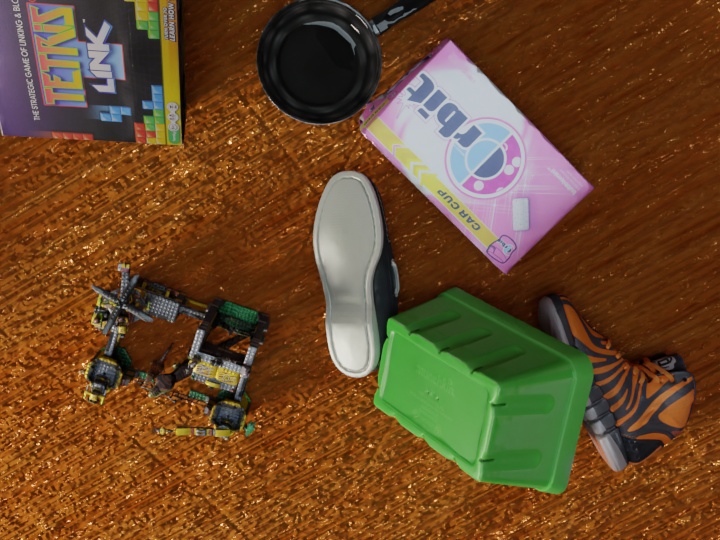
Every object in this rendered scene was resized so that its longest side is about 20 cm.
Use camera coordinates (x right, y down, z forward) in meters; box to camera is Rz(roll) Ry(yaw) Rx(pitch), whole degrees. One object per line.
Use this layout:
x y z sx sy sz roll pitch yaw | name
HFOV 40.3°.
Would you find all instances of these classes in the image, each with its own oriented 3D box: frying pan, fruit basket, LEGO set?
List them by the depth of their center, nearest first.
-0.016 -0.221 0.897 0.115 0.031 0.190 36 87 -6 | frying pan
0.140 0.116 0.926 0.215 0.216 0.156 9 106 -1 | fruit basket
-0.179 0.091 0.941 0.199 0.116 0.154 27 104 -6 | LEGO set

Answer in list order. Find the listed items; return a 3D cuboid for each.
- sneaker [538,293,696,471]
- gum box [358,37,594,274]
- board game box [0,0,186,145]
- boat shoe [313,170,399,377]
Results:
0.255 0.092 0.963 0.112 0.078 0.201 -28 109 1 | sneaker
0.102 -0.110 0.905 0.200 0.066 0.113 44 100 -10 | gum box
-0.234 -0.201 0.835 0.164 0.057 0.200 1 139 -7 | board game box
0.000 0.000 0.945 0.075 0.060 0.201 11 109 27 | boat shoe
